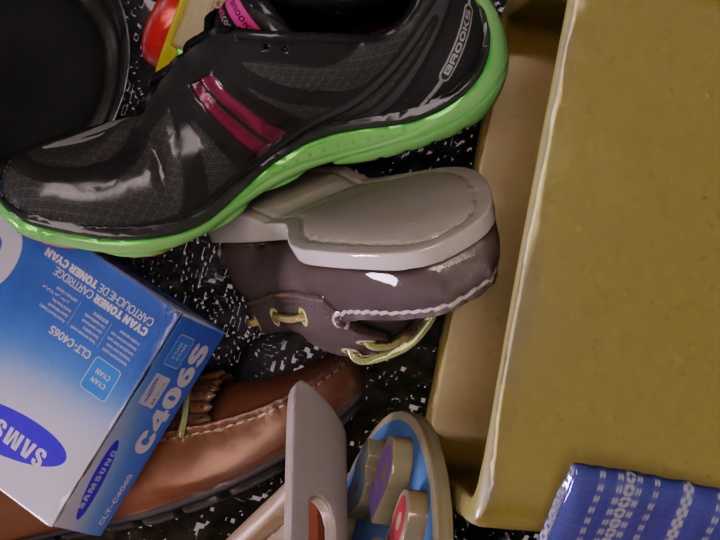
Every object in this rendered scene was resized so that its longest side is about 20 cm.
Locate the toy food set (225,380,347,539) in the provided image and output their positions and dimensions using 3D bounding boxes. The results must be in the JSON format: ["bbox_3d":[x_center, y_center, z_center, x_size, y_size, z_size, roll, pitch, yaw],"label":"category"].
[{"bbox_3d":[-0.072,0.151,0.834,0.060,0.144,0.200,26,129,-25],"label":"toy food set"}]

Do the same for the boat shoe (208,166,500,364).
[{"bbox_3d":[0.000,0.000,0.835,0.071,0.200,0.060,-24,103,-22],"label":"boat shoe"}]

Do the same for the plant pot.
[{"bbox_3d":[0.142,0.007,0.829,0.198,0.194,0.197,12,89,-4],"label":"plant pot"}]

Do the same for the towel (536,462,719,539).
[{"bbox_3d":[0.135,0.148,0.756,0.198,0.024,0.146,14,109,-18],"label":"towel"}]

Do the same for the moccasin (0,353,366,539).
[{"bbox_3d":[-0.096,0.062,0.913,0.200,0.074,0.078,-15,94,16],"label":"moccasin"}]

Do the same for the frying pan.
[{"bbox_3d":[-0.116,-0.062,0.921,0.190,0.031,0.115,37,94,19],"label":"frying pan"}]

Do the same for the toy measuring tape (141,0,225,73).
[{"bbox_3d":[-0.038,-0.120,0.893,0.073,0.074,0.201,28,119,8],"label":"toy measuring tape"}]

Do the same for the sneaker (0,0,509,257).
[{"bbox_3d":[-0.045,-0.070,0.841,0.199,0.077,0.084,-23,122,-3],"label":"sneaker"}]

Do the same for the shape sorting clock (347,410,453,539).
[{"bbox_3d":[-0.002,0.151,0.832,0.039,0.200,0.202,8,88,-10],"label":"shape sorting clock"}]

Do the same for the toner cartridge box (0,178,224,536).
[{"bbox_3d":[-0.159,0.010,0.886,0.199,0.043,0.095,32,91,23],"label":"toner cartridge box"}]
